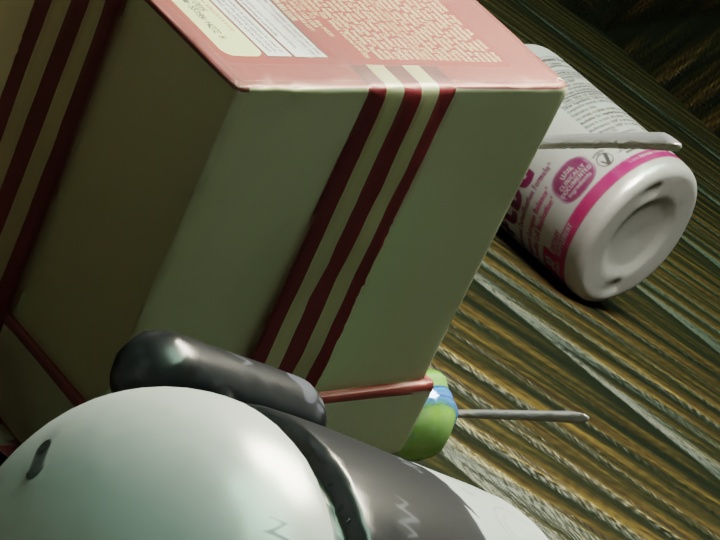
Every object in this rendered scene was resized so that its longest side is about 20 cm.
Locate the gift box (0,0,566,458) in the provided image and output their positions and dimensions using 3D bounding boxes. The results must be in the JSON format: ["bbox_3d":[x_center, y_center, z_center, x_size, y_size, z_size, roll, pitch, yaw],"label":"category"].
[{"bbox_3d":[-0.076,-0.034,0.985,0.199,0.187,0.185,-1,37,-40],"label":"gift box"}]

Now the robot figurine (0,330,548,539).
[{"bbox_3d":[-0.020,0.104,0.748,0.150,0.125,0.200,33,6,42],"label":"robot figurine"}]

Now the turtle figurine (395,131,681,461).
[{"bbox_3d":[0.000,0.000,1.176,0.194,0.200,0.144,38,-23,28],"label":"turtle figurine"}]

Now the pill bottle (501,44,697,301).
[{"bbox_3d":[0.122,-0.081,1.915,0.200,0.114,0.113,43,13,31],"label":"pill bottle"}]
